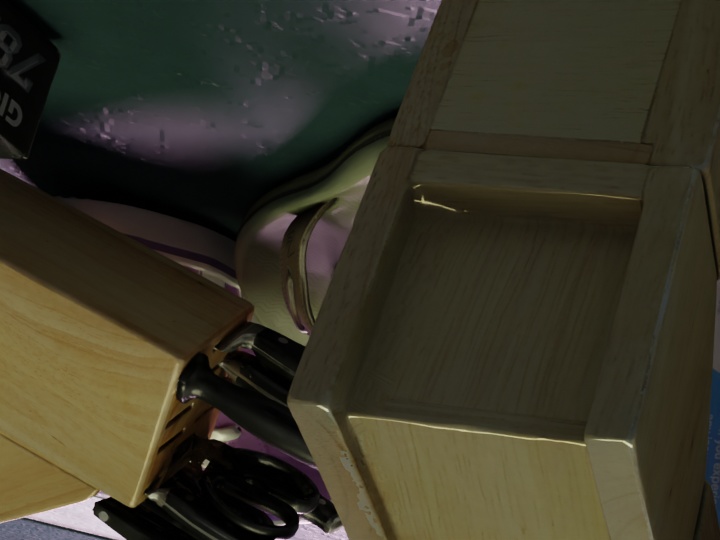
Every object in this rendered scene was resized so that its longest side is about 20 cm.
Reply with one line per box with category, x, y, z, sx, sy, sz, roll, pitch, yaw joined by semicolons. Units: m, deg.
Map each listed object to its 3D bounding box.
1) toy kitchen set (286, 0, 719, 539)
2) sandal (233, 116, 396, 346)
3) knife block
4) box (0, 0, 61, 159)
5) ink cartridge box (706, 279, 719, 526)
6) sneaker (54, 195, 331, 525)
toy kitchen set;0.105;0.034;0.514;0.163;0.180;0.200;5;143;21
sandal;-0.001;-0.001;0.729;0.080;0.057;0.201;19;159;-13
knife block;-0.084;0.026;0.736;0.176;0.200;0.064;-18;-171;27
box;-0.234;-0.101;0.638;0.198;0.050;0.200;1;155;29
ink cartridge box;0.203;0.046;0.592;0.200;0.145;0.085;2;156;25
sneaker;-0.073;0.049;0.827;0.200;0.114;0.073;29;156;-31
